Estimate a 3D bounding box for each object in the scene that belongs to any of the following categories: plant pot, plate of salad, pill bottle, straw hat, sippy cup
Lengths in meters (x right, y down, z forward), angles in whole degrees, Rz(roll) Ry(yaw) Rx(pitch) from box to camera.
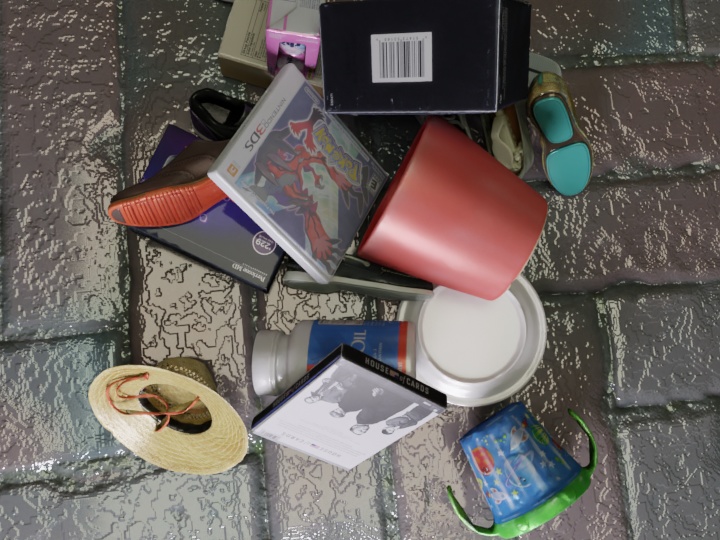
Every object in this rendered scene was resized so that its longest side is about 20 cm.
[{"bbox_3d":[0.117,-0.066,0.858,0.176,0.200,0.202,27,81,-3],"label":"plant pot"},{"bbox_3d":[0.146,0.079,0.937,0.198,0.048,0.202,-1,83,4],"label":"plate of salad"},{"bbox_3d":[-0.030,0.118,0.877,0.198,0.112,0.113,0,83,5],"label":"pill bottle"},{"bbox_3d":[-0.221,0.155,0.867,0.200,0.202,0.085,20,39,-4],"label":"straw hat"},{"bbox_3d":[0.200,0.245,0.894,0.177,0.140,0.131,-24,76,-32],"label":"sippy cup"}]

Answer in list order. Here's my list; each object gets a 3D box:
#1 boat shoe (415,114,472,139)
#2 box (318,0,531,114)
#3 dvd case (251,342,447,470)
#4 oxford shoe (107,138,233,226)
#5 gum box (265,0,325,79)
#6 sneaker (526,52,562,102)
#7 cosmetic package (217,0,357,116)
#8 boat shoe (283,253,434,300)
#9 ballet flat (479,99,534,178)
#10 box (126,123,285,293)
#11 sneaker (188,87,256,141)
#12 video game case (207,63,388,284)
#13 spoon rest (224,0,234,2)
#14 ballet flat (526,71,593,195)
[{"bbox_3d":[0.117,-0.201,0.950,0.074,0.086,0.204,-14,86,-8],"label":"boat shoe"},{"bbox_3d":[0.084,-0.248,0.813,0.198,0.198,0.124,5,110,22],"label":"box"},{"bbox_3d":[-0.018,0.169,0.832,0.150,0.200,0.025,29,42,-23],"label":"dvd case"},{"bbox_3d":[-0.207,-0.110,0.843,0.199,0.071,0.073,-19,68,-14],"label":"oxford shoe"},{"bbox_3d":[-0.074,-0.344,0.857,0.066,0.114,0.202,7,81,-6],"label":"gum box"},{"bbox_3d":[0.184,-0.281,0.978,0.199,0.071,0.073,33,82,19],"label":"sneaker"},{"bbox_3d":[-0.081,-0.292,0.944,0.198,0.071,0.106,17,81,-5],"label":"cosmetic package"},{"bbox_3d":[0.000,0.000,0.912,0.198,0.076,0.061,8,76,1],"label":"boat shoe"},{"bbox_3d":[0.186,-0.208,0.928,0.064,0.067,0.201,-51,129,-42],"label":"ballet flat"},{"bbox_3d":[-0.182,-0.077,0.907,0.199,0.079,0.142,25,84,-3],"label":"box"},{"bbox_3d":[-0.132,-0.174,0.916,0.199,0.088,0.076,21,81,-4],"label":"sneaker"},{"bbox_3d":[-0.065,-0.116,0.851,0.200,0.023,0.183,46,59,-30],"label":"video game case"},{"bbox_3d":[-0.132,-0.401,0.966,0.199,0.061,0.100,23,80,10],"label":"spoon rest"},{"bbox_3d":[0.268,-0.185,0.938,0.070,0.200,0.071,-16,51,20],"label":"ballet flat"}]
